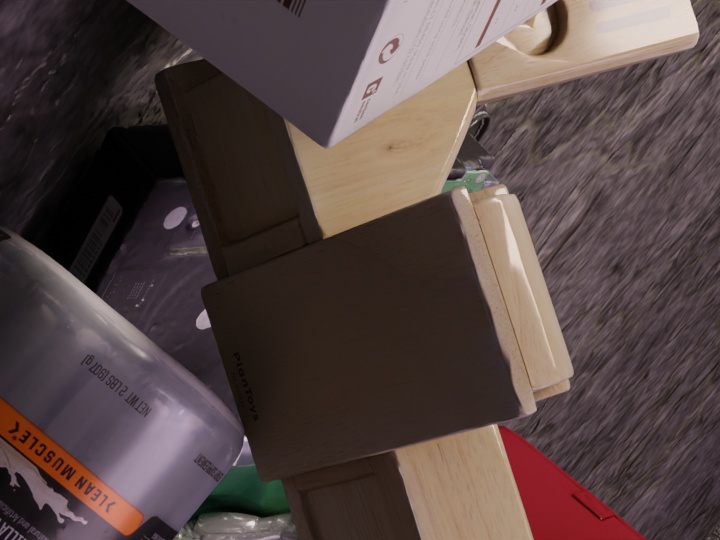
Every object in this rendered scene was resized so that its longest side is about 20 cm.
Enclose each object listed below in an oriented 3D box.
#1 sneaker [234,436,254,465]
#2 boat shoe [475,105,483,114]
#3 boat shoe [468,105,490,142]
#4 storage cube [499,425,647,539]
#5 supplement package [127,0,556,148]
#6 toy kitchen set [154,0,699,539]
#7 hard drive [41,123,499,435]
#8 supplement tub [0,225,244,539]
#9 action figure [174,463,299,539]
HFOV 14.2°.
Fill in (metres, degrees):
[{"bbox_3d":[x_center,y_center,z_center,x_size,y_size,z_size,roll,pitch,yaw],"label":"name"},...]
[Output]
[{"bbox_3d":[-0.097,0.101,1.207,0.199,0.079,0.130,-25,151,-58],"label":"sneaker"},{"bbox_3d":[0.020,-0.063,1.203,0.201,0.066,0.072,-52,166,0],"label":"boat shoe"},{"bbox_3d":[0.000,0.000,1.306,0.200,0.057,0.069,-51,165,-3],"label":"boat shoe"},{"bbox_3d":[0.071,0.219,1.763,0.171,0.200,0.180,-57,158,18],"label":"storage cube"},{"bbox_3d":[0.020,-0.147,0.912,0.200,0.117,0.117,-37,157,-47],"label":"supplement package"},{"bbox_3d":[0.065,-0.007,0.966,0.180,0.200,0.163,-16,178,-31],"label":"toy kitchen set"},{"bbox_3d":[-0.047,0.005,1.119,0.200,0.038,0.140,-4,133,-47],"label":"hard drive"},{"bbox_3d":[-0.143,0.094,0.969,0.200,0.123,0.123,-51,165,-5],"label":"supplement tub"},{"bbox_3d":[-0.111,0.116,1.089,0.200,0.055,0.118,-3,132,-17],"label":"action figure"}]
